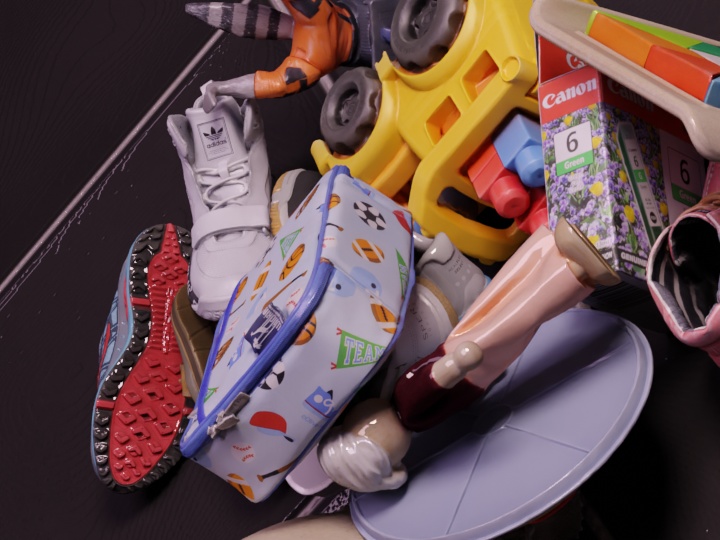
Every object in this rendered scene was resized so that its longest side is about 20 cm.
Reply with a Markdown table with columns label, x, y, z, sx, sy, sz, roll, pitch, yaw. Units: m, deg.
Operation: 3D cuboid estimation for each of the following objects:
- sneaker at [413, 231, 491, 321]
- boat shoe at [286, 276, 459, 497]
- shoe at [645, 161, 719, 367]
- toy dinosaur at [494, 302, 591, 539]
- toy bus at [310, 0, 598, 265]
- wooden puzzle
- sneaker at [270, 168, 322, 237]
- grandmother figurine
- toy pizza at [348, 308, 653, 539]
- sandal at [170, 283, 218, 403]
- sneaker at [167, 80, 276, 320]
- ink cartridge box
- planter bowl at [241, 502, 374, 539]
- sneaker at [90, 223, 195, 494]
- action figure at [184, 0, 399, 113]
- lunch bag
| label | x | y | z | sx | sy | sz | roll | pitch | yaw |
| --- | --- | --- | --- | --- | --- | --- | --- | --- | --- |
| sneaker | 0.000 | 0.000 | 1.716 | 0.199 | 0.087 | 0.075 | -3 | 44 | 41 |
| boat shoe | -0.012 | 0.081 | 1.676 | 0.071 | 0.069 | 0.200 | 46 | 135 | 15 |
| shoe | 0.217 | -0.024 | 1.565 | 0.071 | 0.091 | 0.201 | -29 | 44 | 34 |
| toy dinosaur | 0.121 | 0.095 | 1.626 | 0.102 | 0.077 | 0.201 | 23 | 70 | 37 |
| toy bus | 0.079 | -0.074 | 1.726 | 0.200 | 0.135 | 0.193 | -49 | 39 | 27 |
| wooden puzzle | 0.216 | -0.104 | 1.548 | 0.200 | 0.184 | 0.037 | 47 | 119 | 53 |
| sneaker | -0.008 | -0.002 | 1.855 | 0.087 | 0.076 | 0.201 | -23 | 43 | 10 |
| grandmother figurine | 0.057 | 0.053 | 1.525 | 0.200 | 0.121 | 0.061 | -41 | 69 | 6 |
| toy pizza | 0.083 | 0.097 | 1.550 | 0.199 | 0.032 | 0.201 | -27 | 28 | 15 |
| sandal | -0.094 | 0.080 | 1.890 | 0.201 | 0.080 | 0.054 | -107 | 34 | -44 |
| sneaker | -0.098 | -0.052 | 1.909 | 0.075 | 0.116 | 0.200 | -12 | 29 | 6 |
| ink cartridge box | 0.160 | -0.073 | 1.620 | 0.050 | 0.109 | 0.201 | -20 | 62 | 37 |
| planter bowl | -0.005 | 0.221 | 1.584 | 0.200 | 0.201 | 0.135 | 0 | 37 | 50 |
| sneaker | -0.156 | 0.072 | 1.978 | 0.096 | 0.079 | 0.201 | 138 | 146 | -67 |
| action figure | -0.017 | -0.198 | 1.902 | 0.104 | 0.192 | 0.202 | 19 | 107 | 61 |
| lunch bag | -0.040 | 0.039 | 1.582 | 0.160 | 0.075 | 0.200 | -49 | 12 | 27 |
